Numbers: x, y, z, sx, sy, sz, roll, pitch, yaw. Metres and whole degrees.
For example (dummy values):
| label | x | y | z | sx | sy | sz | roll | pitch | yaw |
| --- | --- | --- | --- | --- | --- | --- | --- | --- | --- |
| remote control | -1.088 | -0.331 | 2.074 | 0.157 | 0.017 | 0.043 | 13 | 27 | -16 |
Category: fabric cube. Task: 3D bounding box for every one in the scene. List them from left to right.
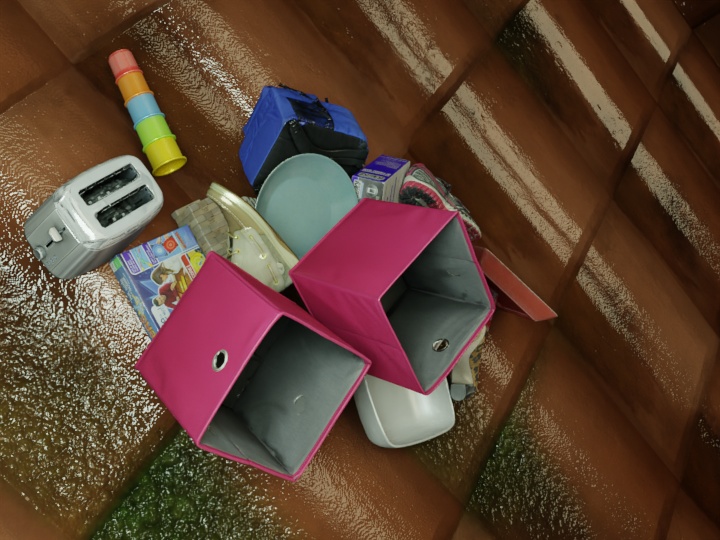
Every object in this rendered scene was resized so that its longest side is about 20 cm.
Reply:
| label | x | y | z | sx | sy | sz | roll | pitch | yaw |
| --- | --- | --- | --- | --- | --- | --- | --- | --- | --- |
| fabric cube | -0.147 | 0.128 | 1.145 | 0.199 | 0.199 | 0.198 | 34 | 90 | -45 |
| fabric cube | 0.050 | 0.034 | 1.269 | 0.196 | 0.198 | 0.202 | -47 | 127 | -28 |

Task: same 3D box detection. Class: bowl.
| label | x | y | z | sx | sy | sz | roll | pitch | yaw |
| --- | --- | --- | --- | --- | --- | --- | --- | --- | --- |
| bowl | 0.059 | 0.199 | 1.446 | 0.198 | 0.074 | 0.203 | -6 | 76 | -46 |

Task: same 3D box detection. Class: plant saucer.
| label | x | y | z | sx | sy | sz | roll | pitch | yaw |
| --- | --- | --- | --- | --- | --- | --- | --- | --- | --- |
| plant saucer | -0.092 | -0.085 | 1.349 | 0.198 | 0.038 | 0.205 | -8 | 102 | -36 |
| plant saucer | 0.264 | 0.026 | 1.641 | 0.199 | 0.199 | 0.037 | 41 | 85 | -15 |

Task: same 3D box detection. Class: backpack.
| label | x | y | z | sx | sy | sz | roll | pitch | yaw |
| --- | --- | --- | --- | --- | --- | --- | --- | --- | --- |
| backpack | -0.091 | -0.228 | 1.456 | 0.197 | 0.163 | 0.170 | 8 | 46 | -35 |

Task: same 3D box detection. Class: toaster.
| label | x | y | z | sx | sy | sz | roll | pitch | yaw |
| --- | --- | --- | --- | --- | --- | --- | --- | --- | --- |
| toaster | -0.364 | -0.081 | 1.186 | 0.200 | 0.128 | 0.115 | -39 | 98 | -43 |

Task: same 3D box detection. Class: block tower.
| label | x | y | z | sx | sy | sz | roll | pitch | yaw |
| --- | --- | --- | --- | --- | --- | --- | --- | --- | --- |
| block tower | -0.220 | -0.020 | 1.330 | 0.054 | 0.058 | 0.202 | -31 | 91 | -44 |

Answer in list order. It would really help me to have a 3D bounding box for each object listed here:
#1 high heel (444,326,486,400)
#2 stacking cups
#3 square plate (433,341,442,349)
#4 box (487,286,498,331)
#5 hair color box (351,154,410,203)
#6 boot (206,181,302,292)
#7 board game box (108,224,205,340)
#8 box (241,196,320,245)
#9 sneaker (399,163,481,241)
| label | x | y | z | sx | sy | sz | roll | pitch | yaw |
| --- | --- | --- | --- | --- | --- | --- | --- | --- | --- |
| high heel | 0.196 | 0.136 | 1.547 | 0.142 | 0.070 | 0.204 | 17 | 82 | -77 |
| stacking cups | -0.345 | -0.250 | 1.330 | 0.060 | 0.060 | 0.202 | -23 | 83 | -43 |
| square plate | 0.083 | 0.038 | 1.448 | 0.199 | 0.029 | 0.198 | 38 | 60 | 11 |
| box | 0.152 | 0.038 | 1.583 | 0.199 | 0.099 | 0.096 | 39 | 51 | -20 |
| hair color box | 0.031 | -0.131 | 1.499 | 0.064 | 0.111 | 0.200 | 13 | 20 | 10 |
| boot | -0.191 | -0.015 | 1.239 | 0.155 | 0.072 | 0.200 | -45 | 120 | -6 |
| board game box | -0.272 | 0.046 | 1.270 | 0.135 | 0.034 | 0.202 | -28 | 90 | -42 |
| box | -0.128 | -0.066 | 1.409 | 0.198 | 0.082 | 0.070 | 6 | 67 | -39 |
| sneaker | 0.158 | -0.120 | 1.566 | 0.200 | 0.080 | 0.076 | 41 | 49 | -30 |
